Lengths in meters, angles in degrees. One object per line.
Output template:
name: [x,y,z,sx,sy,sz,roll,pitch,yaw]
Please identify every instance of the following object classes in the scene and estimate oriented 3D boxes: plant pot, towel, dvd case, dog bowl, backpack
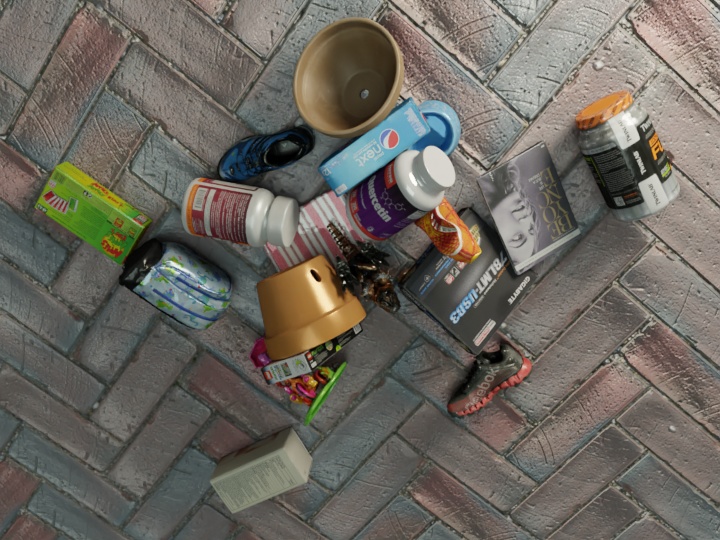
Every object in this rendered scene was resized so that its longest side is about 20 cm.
plant pot: [-0.010,-0.319,1.144,0.198,0.093,0.204,-3,83,23]
towel: [-0.088,-0.061,1.305,0.198,0.030,0.147,-27,106,11]
plant pot: [-0.106,0.061,1.242,0.198,0.200,0.141,-23,95,13]
dvd case: [0.313,-0.114,1.225,0.148,0.016,0.202,-29,107,-7]
dog bowl: [0.084,-0.242,1.207,0.197,0.050,0.113,-6,110,8]
backpack: [-0.349,0.028,1.297,0.153,0.163,0.201,-37,111,2]

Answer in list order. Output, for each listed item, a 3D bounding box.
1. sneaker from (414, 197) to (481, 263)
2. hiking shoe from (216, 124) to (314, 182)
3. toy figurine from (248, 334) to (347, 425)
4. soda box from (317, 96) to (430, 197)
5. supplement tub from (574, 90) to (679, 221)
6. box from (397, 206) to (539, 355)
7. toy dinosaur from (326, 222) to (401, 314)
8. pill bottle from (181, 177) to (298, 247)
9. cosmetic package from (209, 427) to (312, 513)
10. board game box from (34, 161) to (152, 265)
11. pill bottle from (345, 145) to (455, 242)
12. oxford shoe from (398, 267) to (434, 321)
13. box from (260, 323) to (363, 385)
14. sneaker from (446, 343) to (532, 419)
sneaker: [0.151,-0.079,1.196,0.077,0.201,0.073,26,119,-35]
hiking shoe: [-0.183,-0.214,1.222,0.198,0.087,0.075,-21,108,13]
toy figurine: [-0.145,0.203,1.338,0.183,0.200,0.151,34,96,5]
soda box: [0.024,-0.215,1.159,0.199,0.068,0.064,-33,105,16]
supplement tub: [0.457,-0.198,1.150,0.122,0.123,0.201,-28,106,15]
box: [0.205,0.020,1.254,0.198,0.050,0.200,43,82,-9]
toy dinosaur: [0.000,0.000,1.247,0.199,0.136,0.103,31,89,7]
pill bottle: [-0.223,-0.105,1.241,0.197,0.110,0.111,11,112,11]
cosmetic package: [-0.219,0.443,1.473,0.198,0.087,0.104,-25,105,15]
board game box: [-0.526,-0.112,1.313,0.199,0.048,0.102,35,110,-8]
pill bottle: [0.070,-0.137,1.179,0.113,0.113,0.199,47,134,-12]
oxford shoe: [0.155,0.077,1.308,0.199,0.073,0.072,33,111,-8]
box: [-0.087,0.148,1.251,0.109,0.200,0.035,-21,95,32]
sneaker: [0.247,0.221,1.356,0.200,0.071,0.098,-38,104,15]
